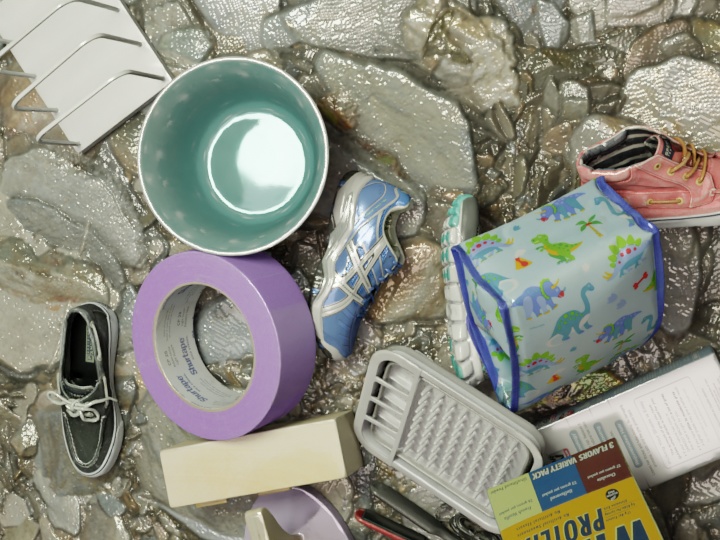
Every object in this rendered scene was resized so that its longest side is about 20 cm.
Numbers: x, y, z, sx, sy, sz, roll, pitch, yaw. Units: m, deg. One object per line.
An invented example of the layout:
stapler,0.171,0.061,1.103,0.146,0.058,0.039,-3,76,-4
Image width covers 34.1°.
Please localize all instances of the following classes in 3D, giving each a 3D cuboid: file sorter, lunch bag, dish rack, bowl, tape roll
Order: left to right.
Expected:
file sorter,-0.325,-0.246,1.250,0.139,0.125,0.200,-34,87,14
tape roll,-0.146,0.073,1.233,0.200,0.066,0.200,7,103,33
bowl,-0.120,-0.115,1.220,0.200,0.105,0.201,0,91,11
dish rack,0.093,0.166,1.189,0.200,0.044,0.172,32,139,18
lunch bag,0.194,0.035,1.121,0.170,0.127,0.200,-26,132,-7

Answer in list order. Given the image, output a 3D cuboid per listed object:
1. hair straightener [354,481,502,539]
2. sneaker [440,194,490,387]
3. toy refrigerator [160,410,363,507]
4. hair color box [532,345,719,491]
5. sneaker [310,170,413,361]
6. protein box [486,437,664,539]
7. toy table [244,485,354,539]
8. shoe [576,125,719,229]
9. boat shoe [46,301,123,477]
hair straightener,0.097,0.274,1.240,0.200,0.041,0.077,27,100,9
sneaker,0.132,0.019,1.205,0.091,0.078,0.200,-7,97,-3
toy refrigerator,-0.105,0.205,1.261,0.200,0.076,0.070,-12,88,13
hair color box,0.282,0.163,1.179,0.200,0.061,0.099,-26,88,13
sneaker,0.000,0.000,1.221,0.077,0.076,0.200,13,99,16
protein box,0.231,0.307,1.085,0.135,0.200,0.199,-24,129,7
toy table,-0.070,0.333,1.246,0.184,0.117,0.200,-29,87,13
shoe,0.309,-0.093,1.126,0.200,0.091,0.072,-10,48,17
boat shoe,-0.306,0.137,1.307,0.073,0.068,0.200,8,97,12
